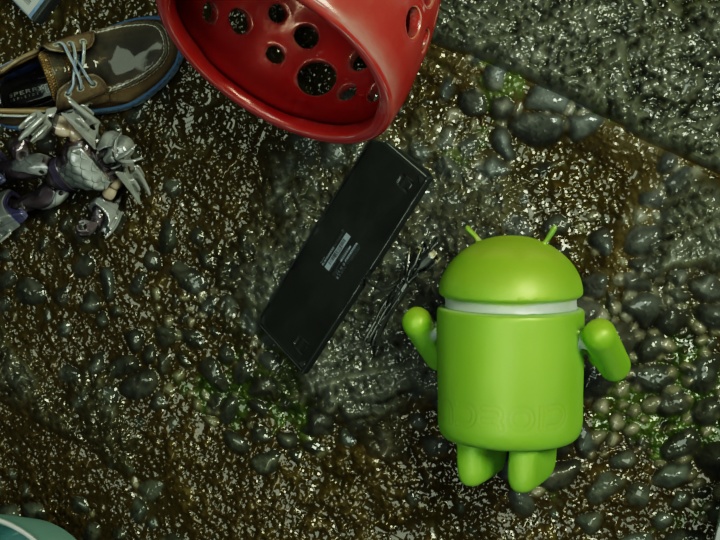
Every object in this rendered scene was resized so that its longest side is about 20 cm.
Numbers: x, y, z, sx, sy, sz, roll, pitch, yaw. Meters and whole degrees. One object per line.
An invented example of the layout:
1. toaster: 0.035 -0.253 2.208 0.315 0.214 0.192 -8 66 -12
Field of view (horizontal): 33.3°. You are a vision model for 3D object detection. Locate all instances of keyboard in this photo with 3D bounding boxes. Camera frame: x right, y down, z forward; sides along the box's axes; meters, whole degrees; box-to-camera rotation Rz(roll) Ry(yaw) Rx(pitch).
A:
1. keyboard: 0.000 0.000 1.002 0.127 0.020 0.201 43 108 36

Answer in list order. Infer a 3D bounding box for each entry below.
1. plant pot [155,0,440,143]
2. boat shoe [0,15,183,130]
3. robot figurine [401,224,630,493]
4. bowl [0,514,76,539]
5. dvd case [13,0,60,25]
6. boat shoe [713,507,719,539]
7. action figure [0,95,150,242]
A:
1. plant pot: -0.029 -0.226 0.901 0.198 0.201 0.184 20 68 14
2. boat shoe: -0.248 -0.168 1.050 0.198 0.072 0.073 -20 89 17
3. robot figurine: 0.117 0.065 0.939 0.173 0.115 0.203 2 95 28
4. bowl: -0.313 0.307 1.090 0.198 0.105 0.204 1 94 16
5. dvd case: -0.312 -0.343 1.083 0.200 0.018 0.143 46 104 9
6. boat shoe: 0.302 0.226 0.918 0.067 0.073 0.202 10 98 20
7. action figure: -0.271 -0.080 1.056 0.198 0.070 0.131 -15 121 27
